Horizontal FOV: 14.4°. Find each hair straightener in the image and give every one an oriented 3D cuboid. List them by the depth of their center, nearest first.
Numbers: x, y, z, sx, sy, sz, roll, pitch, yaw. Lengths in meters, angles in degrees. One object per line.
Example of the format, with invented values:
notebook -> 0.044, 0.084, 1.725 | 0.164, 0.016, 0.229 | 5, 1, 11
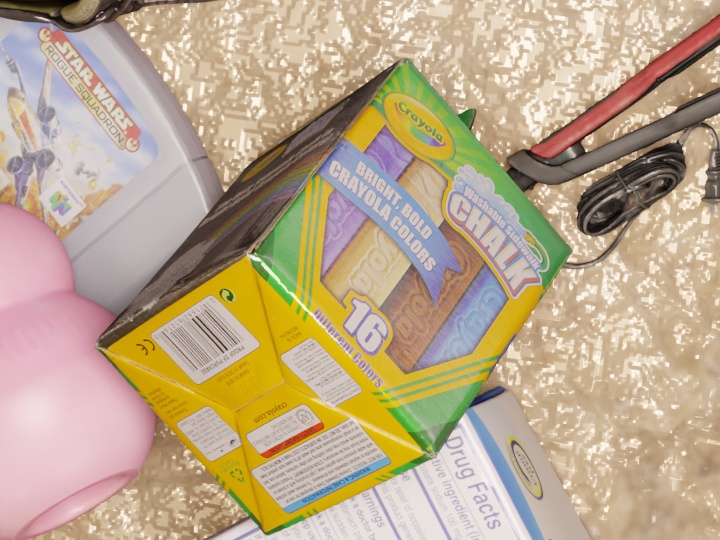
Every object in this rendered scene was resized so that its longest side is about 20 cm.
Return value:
hair straightener -> 0.140, -0.056, 1.328 | 0.200, 0.041, 0.077 | -33, 86, 17

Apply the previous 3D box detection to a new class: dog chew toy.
dog chew toy -> -0.180, 0.024, 1.345 | 0.124, 0.125, 0.200 | -32, 79, 14

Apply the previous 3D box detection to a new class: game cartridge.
game cartridge -> -0.158, -0.064, 1.407 | 0.133, 0.042, 0.200 | -40, 85, 18

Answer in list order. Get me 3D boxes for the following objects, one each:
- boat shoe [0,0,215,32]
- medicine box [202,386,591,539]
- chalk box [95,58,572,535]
boat shoe -> -0.131, -0.142, 1.336 | 0.199, 0.065, 0.073 | -1, 134, -17
medicine box -> 0.017, 0.182, 1.349 | 0.200, 0.103, 0.182 | -28, 88, 14
chalk box -> 0.000, 0.000, 1.296 | 0.124, 0.200, 0.124 | 49, 136, -11
